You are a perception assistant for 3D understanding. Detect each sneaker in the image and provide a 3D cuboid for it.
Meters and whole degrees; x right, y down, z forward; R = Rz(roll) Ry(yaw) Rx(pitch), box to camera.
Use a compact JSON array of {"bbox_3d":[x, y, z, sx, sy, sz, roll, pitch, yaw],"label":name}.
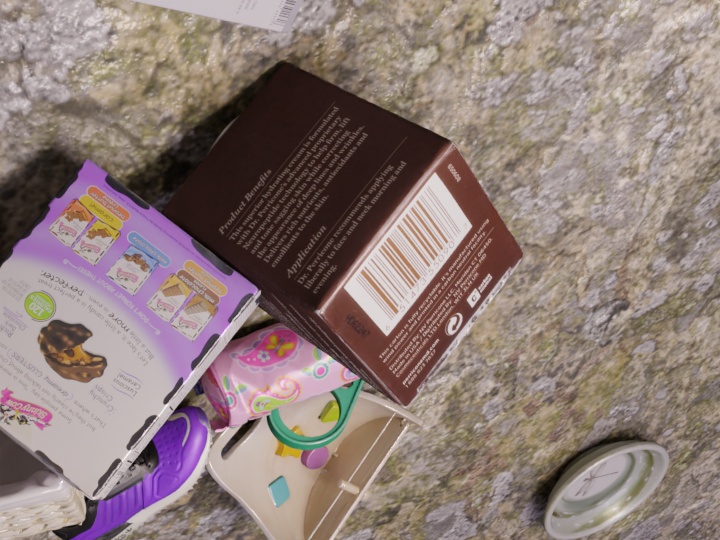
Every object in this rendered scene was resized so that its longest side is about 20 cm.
[{"bbox_3d":[-0.237,0.203,1.274,0.200,0.070,0.099,-43,139,13],"label":"sneaker"}]

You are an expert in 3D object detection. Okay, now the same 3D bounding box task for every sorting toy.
[{"bbox_3d":[-0.068,0.187,1.357,0.180,0.107,0.200,35,89,-35],"label":"sorting toy"}]

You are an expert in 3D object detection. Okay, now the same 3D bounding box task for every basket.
[{"bbox_3d":[-0.334,0.154,1.066,0.200,0.136,0.123,-10,155,-5],"label":"basket"}]

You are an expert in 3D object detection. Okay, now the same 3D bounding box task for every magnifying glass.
[{"bbox_3d":[-0.011,0.109,1.312,0.200,0.080,0.022,-36,161,-29],"label":"magnifying glass"}]

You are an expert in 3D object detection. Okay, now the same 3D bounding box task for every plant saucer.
[{"bbox_3d":[0.331,0.292,1.785,0.200,0.050,0.200,-19,141,-16],"label":"plant saucer"}]

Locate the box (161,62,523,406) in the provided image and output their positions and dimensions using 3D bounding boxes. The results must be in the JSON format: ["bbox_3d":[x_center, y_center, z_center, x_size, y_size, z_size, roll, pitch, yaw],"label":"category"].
[{"bbox_3d":[-0.012,-0.030,1.029,0.166,0.200,0.164,-51,140,-8],"label":"box"}]

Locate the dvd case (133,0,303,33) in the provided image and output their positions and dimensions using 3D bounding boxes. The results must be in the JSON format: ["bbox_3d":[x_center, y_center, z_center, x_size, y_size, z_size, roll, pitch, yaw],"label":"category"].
[{"bbox_3d":[-0.106,-0.250,0.906,0.200,0.025,0.150,4,129,-39],"label":"dvd case"}]

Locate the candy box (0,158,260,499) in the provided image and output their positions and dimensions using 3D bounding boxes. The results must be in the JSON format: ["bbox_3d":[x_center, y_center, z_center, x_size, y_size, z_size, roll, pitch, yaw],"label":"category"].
[{"bbox_3d":[-0.203,0.047,0.986,0.200,0.168,0.072,-52,178,-11],"label":"candy box"}]

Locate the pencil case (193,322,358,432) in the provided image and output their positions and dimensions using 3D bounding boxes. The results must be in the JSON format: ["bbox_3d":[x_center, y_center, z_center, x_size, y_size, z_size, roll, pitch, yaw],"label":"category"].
[{"bbox_3d":[-0.060,0.090,1.257,0.200,0.087,0.088,-19,141,-18],"label":"pencil case"}]
